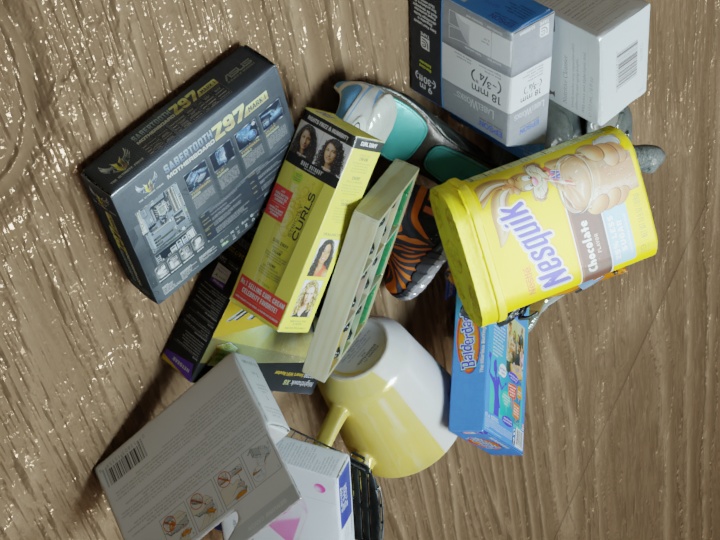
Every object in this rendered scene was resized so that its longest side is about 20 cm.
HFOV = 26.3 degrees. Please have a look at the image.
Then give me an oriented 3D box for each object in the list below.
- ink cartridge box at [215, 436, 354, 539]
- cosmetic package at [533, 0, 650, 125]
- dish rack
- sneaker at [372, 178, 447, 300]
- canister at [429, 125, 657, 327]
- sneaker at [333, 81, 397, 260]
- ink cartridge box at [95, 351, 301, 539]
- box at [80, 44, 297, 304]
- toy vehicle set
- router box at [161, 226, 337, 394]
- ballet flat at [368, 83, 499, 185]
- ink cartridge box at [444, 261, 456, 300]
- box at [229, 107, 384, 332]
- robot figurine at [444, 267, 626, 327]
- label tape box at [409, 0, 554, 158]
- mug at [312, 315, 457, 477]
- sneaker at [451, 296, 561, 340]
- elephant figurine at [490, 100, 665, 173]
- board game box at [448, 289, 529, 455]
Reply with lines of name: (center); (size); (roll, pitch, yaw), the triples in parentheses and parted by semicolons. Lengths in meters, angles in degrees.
ink cartridge box: (-0.103, 0.243, 1.610); (0.043, 0.199, 0.197); (-60, 155, -43)
cosmetic package: (0.192, -0.246, 1.559); (0.081, 0.200, 0.113); (-36, 139, -27)
dish rack: (-0.066, 0.232, 1.652); (0.055, 0.199, 0.154); (-47, 147, -36)
sneaker: (0.042, -0.043, 1.663); (0.078, 0.111, 0.200); (-67, -172, -32)
canister: (0.186, -0.048, 1.550); (0.199, 0.087, 0.149); (-21, 107, -9)
sneaker: (-0.027, -0.089, 1.515); (0.072, 0.072, 0.201); (14, 99, -62)
ink cartridge box: (-0.150, 0.206, 1.492); (0.200, 0.174, 0.043); (-40, 149, 17)
box: (-0.146, -0.087, 1.412); (0.200, 0.051, 0.158); (-42, 146, -20)
toy vehicle set: (0.000, 0.000, 1.523); (0.124, 0.026, 0.201); (-54, 165, -55)
router box: (-0.092, 0.043, 1.585); (0.199, 0.052, 0.158); (11, 110, -53)
ballet flat: (0.062, -0.135, 1.594); (0.199, 0.069, 0.068); (34, 112, -22)
ink cartridge box: (0.163, -0.056, 1.822); (0.199, 0.042, 0.120); (-30, 138, -35)
box: (-0.052, -0.046, 1.453); (0.050, 0.075, 0.201); (4, 114, -54)
robot figurine: (0.182, -0.022, 1.675); (0.199, 0.146, 0.058); (-16, 155, 18)
label tape box: (0.120, -0.195, 1.562); (0.063, 0.144, 0.201); (-32, 139, -29)
mug: (0.023, 0.143, 1.715); (0.148, 0.188, 0.153); (-15, 138, 17)
sneaker: (0.200, 0.039, 1.916); (0.199, 0.076, 0.088); (-34, 173, -4)
elephant figurine: (0.251, -0.168, 1.761); (0.199, 0.142, 0.156); (-30, 153, -23)
board game box: (0.151, 0.101, 1.775); (0.152, 0.045, 0.202); (37, 55, -61)
